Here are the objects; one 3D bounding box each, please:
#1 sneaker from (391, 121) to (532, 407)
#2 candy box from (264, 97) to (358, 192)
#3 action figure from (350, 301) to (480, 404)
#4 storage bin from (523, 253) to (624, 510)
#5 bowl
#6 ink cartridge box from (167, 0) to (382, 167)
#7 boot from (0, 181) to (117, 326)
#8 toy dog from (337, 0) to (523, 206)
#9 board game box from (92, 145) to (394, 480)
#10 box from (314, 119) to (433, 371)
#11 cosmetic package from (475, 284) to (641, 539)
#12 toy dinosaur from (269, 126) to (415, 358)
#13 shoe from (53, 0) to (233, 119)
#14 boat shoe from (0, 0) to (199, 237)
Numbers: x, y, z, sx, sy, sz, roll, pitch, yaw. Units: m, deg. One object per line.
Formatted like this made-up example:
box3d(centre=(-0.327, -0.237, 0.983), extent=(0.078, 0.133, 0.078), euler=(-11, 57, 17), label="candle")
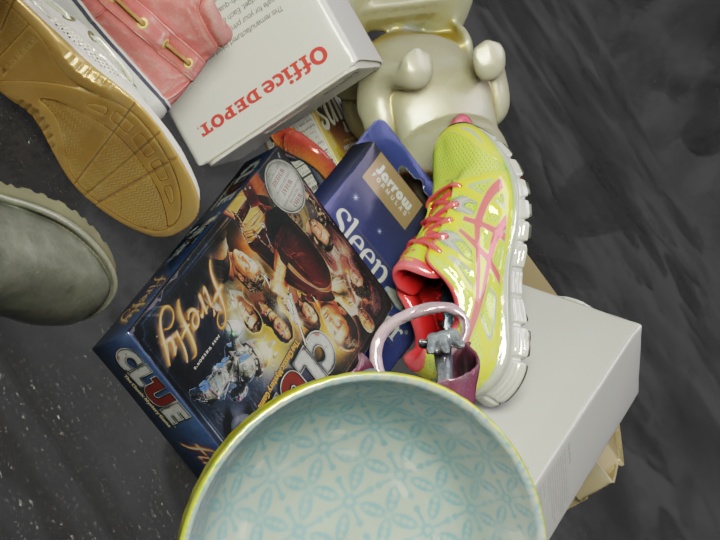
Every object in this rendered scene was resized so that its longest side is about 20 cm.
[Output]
box3d(centre=(0.063, -0.013, 1.006), extent=(0.089, 0.078, 0.202), euler=(10, 64, -28), label="sneaker")
box3d(centre=(-0.054, -0.144, 1.253), extent=(0.202, 0.055, 0.115), euler=(62, 18, 9), label="candy box")
box3d(centre=(0.033, 0.144, 0.926), extent=(0.149, 0.132, 0.202), euler=(-95, 170, -66), label="action figure")
box3d(centre=(0.147, 0.088, 1.356), extent=(0.201, 0.093, 0.199), euler=(52, 21, -20), label="storage bin")
box3d(centre=(-0.010, 0.151, 0.797), extent=(0.201, 0.199, 0.108), euler=(55, -13, -10), label="bowl")
box3d(centre=(-0.097, -0.198, 1.092), extent=(0.201, 0.144, 0.084), euler=(60, 17, 2), label="ink cartridge box")
box3d(centre=(-0.180, 0.037, 0.658), extent=(0.181, 0.073, 0.201), euler=(27, 28, -34), label="boot")
box3d(centre=(0.047, -0.112, 1.170), extent=(0.138, 0.195, 0.201), euler=(-3, 47, -27), label="toy dog")
box3d(centre=(-0.063, 0.033, 0.905), extent=(0.136, 0.034, 0.201), euler=(53, 40, -18), label="board game box")
box3d(centre=(0.000, 0.000, 1.032), extent=(0.121, 0.032, 0.201), euler=(49, 61, -23), label="box")
box3d(centre=(0.109, 0.109, 1.050), extent=(0.200, 0.112, 0.082), euler=(-47, 144, -35), label="cosmetic package")
box3d(centre=(0.001, -0.031, 1.104), extent=(0.105, 0.198, 0.183), euler=(-121, -160, -52), label="toy dinosaur")
box3d(centre=(-0.165, -0.191, 0.958), extent=(0.071, 0.091, 0.200), euler=(36, -10, 50), label="shoe")
box3d(centre=(-0.166, -0.109, 0.904), extent=(0.200, 0.070, 0.070), euler=(50, 21, -20), label="boat shoe")
